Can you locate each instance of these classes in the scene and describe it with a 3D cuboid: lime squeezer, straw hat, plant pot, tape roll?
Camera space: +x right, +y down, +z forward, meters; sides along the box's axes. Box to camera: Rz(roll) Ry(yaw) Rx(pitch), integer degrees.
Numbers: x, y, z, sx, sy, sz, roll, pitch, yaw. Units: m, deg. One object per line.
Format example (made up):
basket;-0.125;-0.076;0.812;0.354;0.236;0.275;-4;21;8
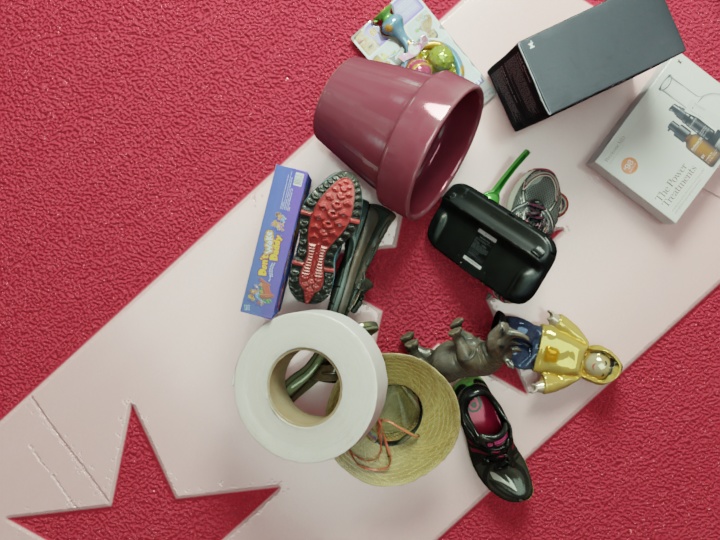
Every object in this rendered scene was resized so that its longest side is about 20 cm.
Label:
lime squeezer;0.186;-0.081;1.186;0.038;0.071;0.201;18;89;-20
straw hat;0.046;0.202;1.187;0.200;0.085;0.202;1;101;8
plant pot;0.043;-0.196;1.124;0.179;0.200;0.200;30;91;17
tape roll;-0.067;0.154;1.114;0.202;0.071;0.203;0;91;14

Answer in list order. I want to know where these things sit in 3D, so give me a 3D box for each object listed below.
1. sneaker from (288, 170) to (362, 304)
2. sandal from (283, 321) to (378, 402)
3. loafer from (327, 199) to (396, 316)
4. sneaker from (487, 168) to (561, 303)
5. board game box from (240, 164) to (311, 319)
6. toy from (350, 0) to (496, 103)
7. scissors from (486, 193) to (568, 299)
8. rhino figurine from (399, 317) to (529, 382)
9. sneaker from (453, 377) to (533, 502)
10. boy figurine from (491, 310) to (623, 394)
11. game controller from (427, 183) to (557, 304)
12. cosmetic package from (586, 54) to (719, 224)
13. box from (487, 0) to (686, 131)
sneaker;-0.055;-0.057;1.151;0.079;0.096;0.200;18;116;-10
sandal;-0.045;0.145;1.183;0.201;0.080;0.057;-44;70;9
loafer;0.000;0.000;1.186;0.063;0.072;0.201;15;90;-8
sneaker;0.242;-0.047;1.175;0.080;0.075;0.201;15;93;-3
board game box;-0.114;-0.040;1.147;0.045;0.134;0.201;14;92;-1
toy;0.093;-0.298;1.185;0.115;0.047;0.200;-41;92;2
scissors;0.228;-0.054;1.218;0.073;0.014;0.200;41;92;-5
rhino figurine;0.149;0.114;1.159;0.200;0.060;0.088;-18;107;36
sneaker;0.189;0.251;1.193;0.077;0.084;0.200;-28;93;0
boy figurine;0.283;0.126;1.202;0.199;0.064;0.125;19;89;1
game controller;0.178;-0.040;1.150;0.200;0.042;0.105;39;117;36
cosmetic package;0.452;-0.191;1.200;0.151;0.052;0.200;36;91;0
box;0.298;-0.285;1.123;0.200;0.182;0.104;-26;93;-1
